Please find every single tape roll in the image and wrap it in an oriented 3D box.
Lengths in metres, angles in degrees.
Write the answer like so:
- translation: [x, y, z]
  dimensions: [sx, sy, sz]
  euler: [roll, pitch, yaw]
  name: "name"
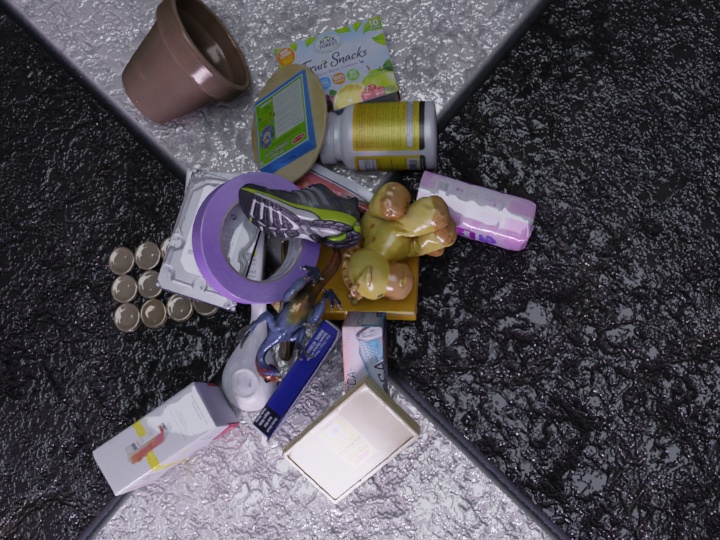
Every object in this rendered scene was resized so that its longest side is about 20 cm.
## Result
- translation: [-0.164, -0.050, 1.335]
  dimensions: [0.196, 0.065, 0.206]
  euler: [1, 88, -24]
  name: "tape roll"

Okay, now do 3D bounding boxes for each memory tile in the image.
- translation: [-0.345, 0.020, 1.491]
  dimensions: [0.195, 0.017, 0.157]
  euler: [-11, 80, 5]
  name: "memory tile"

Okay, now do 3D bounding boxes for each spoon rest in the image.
- translation: [-0.183, 0.138, 1.430]
  dimensions: [0.097, 0.061, 0.205]
  euler: [9, 100, 9]
  name: "spoon rest"

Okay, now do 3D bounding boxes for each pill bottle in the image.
- translation: [0.031, -0.226, 1.431]
  dimensions: [0.195, 0.112, 0.116]
  euler: [0, 81, 7]
  name: "pill bottle"

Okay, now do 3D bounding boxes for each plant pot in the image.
- translation: [-0.317, -0.352, 1.475]
  dimensions: [0.173, 0.199, 0.203]
  euler: [-32, 78, 21]
  name: "plant pot"

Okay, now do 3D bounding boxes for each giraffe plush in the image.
- translation: [0.040, -0.027, 1.322]
  dimensions: [0.196, 0.173, 0.165]
  euler: [9, 66, 22]
  name: "giraffe plush"

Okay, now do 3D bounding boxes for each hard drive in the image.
- translation: [-0.238, -0.049, 1.378]
  dimensions: [0.137, 0.038, 0.204]
  euler: [18, 81, -3]
  name: "hard drive"

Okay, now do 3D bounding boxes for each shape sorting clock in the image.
- translation: [-0.122, -0.248, 1.441]
  dimensions: [0.197, 0.039, 0.205]
  euler: [-10, 76, 46]
  name: "shape sorting clock"

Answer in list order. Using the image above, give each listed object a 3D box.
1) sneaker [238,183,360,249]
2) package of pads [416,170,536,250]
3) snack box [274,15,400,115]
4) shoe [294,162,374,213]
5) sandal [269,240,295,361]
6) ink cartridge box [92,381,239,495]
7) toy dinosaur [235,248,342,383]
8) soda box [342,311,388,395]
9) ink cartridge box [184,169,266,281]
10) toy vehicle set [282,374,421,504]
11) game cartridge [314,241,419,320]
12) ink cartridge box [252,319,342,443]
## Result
- translation: [-0.090, -0.095, 1.293]
  dimensions: [0.195, 0.075, 0.082]
  euler: [17, 49, -6]
  name: "sneaker"
- translation: [0.187, -0.095, 1.387]
  dimensions: [0.196, 0.121, 0.077]
  euler: [17, 83, 9]
  name: "package of pads"
- translation: [-0.041, -0.345, 1.488]
  dimensions: [0.195, 0.053, 0.146]
  euler: [-16, 79, 6]
  name: "snack box"
- translation: [-0.048, -0.115, 1.449]
  dimensions: [0.197, 0.071, 0.092]
  euler: [29, 87, 16]
  name: "shoe"
- translation: [-0.135, 0.049, 1.430]
  dimensions: [0.053, 0.080, 0.206]
  euler: [2, 86, 7]
  name: "sandal"
- translation: [-0.313, 0.272, 1.383]
  dimensions: [0.198, 0.145, 0.084]
  euler: [-33, 80, 2]
  name: "ink cartridge box"
- translation: [-0.097, 0.084, 1.299]
  dimensions: [0.105, 0.200, 0.182]
  euler: [43, 127, 3]
  name: "toy dinosaur"
- translation: [0.009, 0.171, 1.355]
  dimensions: [0.067, 0.064, 0.205]
  euler: [0, 110, 8]
  name: "soda box"
- translation: [-0.231, -0.062, 1.443]
  dimensions: [0.141, 0.084, 0.205]
  euler: [3, 81, -4]
  name: "ink cartridge box"
- translation: [-0.016, 0.272, 1.346]
  dimensions: [0.124, 0.027, 0.199]
  euler: [44, 111, -10]
  name: "toy vehicle set"
- translation: [0.000, 0.000, 1.412]
  dimensions: [0.195, 0.033, 0.180]
  euler: [0, 58, 9]
  name: "game cartridge"
- translation: [-0.097, 0.169, 1.341]
  dimensions: [0.040, 0.200, 0.201]
  euler: [34, 86, 2]
  name: "ink cartridge box"
